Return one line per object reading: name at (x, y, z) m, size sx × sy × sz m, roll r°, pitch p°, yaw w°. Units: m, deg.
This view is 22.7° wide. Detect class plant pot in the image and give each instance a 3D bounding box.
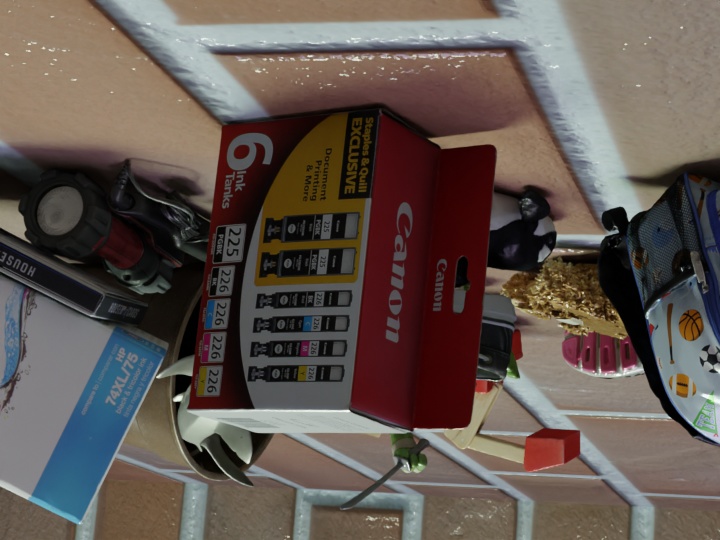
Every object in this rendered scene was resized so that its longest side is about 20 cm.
plant pot at (-0.195, 0.078, 1.627) m, size 0.198 × 0.201 × 0.200 m, roll 6°, pitch 169°, yaw 28°

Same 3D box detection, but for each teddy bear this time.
teddy bear at (0.205, 0.017, 1.503) m, size 0.145 × 0.067 × 0.200 m, roll 17°, pitch 171°, yaw -12°

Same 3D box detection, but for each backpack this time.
backpack at (0.285, 0.032, 1.232) m, size 0.200 × 0.191 × 0.154 m, roll 10°, pitch 150°, yaw -23°

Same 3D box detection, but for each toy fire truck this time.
toy fire truck at (0.115, 0.127, 1.792) m, size 0.200 × 0.141 × 0.049 m, roll -3°, pitch -174°, yaw 27°

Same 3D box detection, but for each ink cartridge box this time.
ink cartridge box at (-0.011, 0.002, 1.178) m, size 0.175 × 0.200 × 0.084 m, roll -3°, pitch 164°, yaw 33°
ink cartridge box at (-0.273, 0.082, 1.408) m, size 0.200 × 0.146 × 0.147 m, roll 27°, pitch 179°, yaw -5°

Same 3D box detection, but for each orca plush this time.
orca plush at (0.082, -0.024, 1.319) m, size 0.105 × 0.071 × 0.200 m, roll -1°, pitch 166°, yaw 24°

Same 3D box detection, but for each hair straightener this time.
hair straightener at (-0.140, -0.044, 1.410) m, size 0.077 × 0.041 × 0.200 m, roll 1°, pitch 162°, yaw 14°

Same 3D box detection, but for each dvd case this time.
dvd case at (-0.270, -0.013, 1.387) m, size 0.200 × 0.025 × 0.150 m, roll 27°, pitch 179°, yaw 7°

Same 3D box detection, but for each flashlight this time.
flashlight at (-0.202, -0.023, 1.435) m, size 0.068 × 0.068 × 0.200 m, roll 6°, pitch 167°, yaw 18°

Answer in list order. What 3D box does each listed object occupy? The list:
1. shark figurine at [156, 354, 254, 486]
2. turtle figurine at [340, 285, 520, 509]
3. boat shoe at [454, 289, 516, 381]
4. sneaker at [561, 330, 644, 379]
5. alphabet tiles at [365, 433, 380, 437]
shark figurine at (-0.109, 0.124, 1.458) m, size 0.128 × 0.090 × 0.215 m, roll -19°, pitch 156°, yaw -33°
turtle figurine at (0.038, 0.111, 1.631) m, size 0.194 × 0.144 × 0.200 m, roll -30°, pitch 171°, yaw 15°
boat shoe at (0.021, 0.048, 1.319) m, size 0.200 × 0.071 × 0.072 m, roll 3°, pitch 162°, yaw -10°
sneaker at (0.281, 0.068, 1.639) m, size 0.200 × 0.074 × 0.087 m, roll -12°, pitch 154°, yaw 37°
alphabet tiles at (-0.003, 0.095, 1.756) m, size 0.167 × 0.008 × 0.200 m, roll 16°, pitch 139°, yaw -6°
